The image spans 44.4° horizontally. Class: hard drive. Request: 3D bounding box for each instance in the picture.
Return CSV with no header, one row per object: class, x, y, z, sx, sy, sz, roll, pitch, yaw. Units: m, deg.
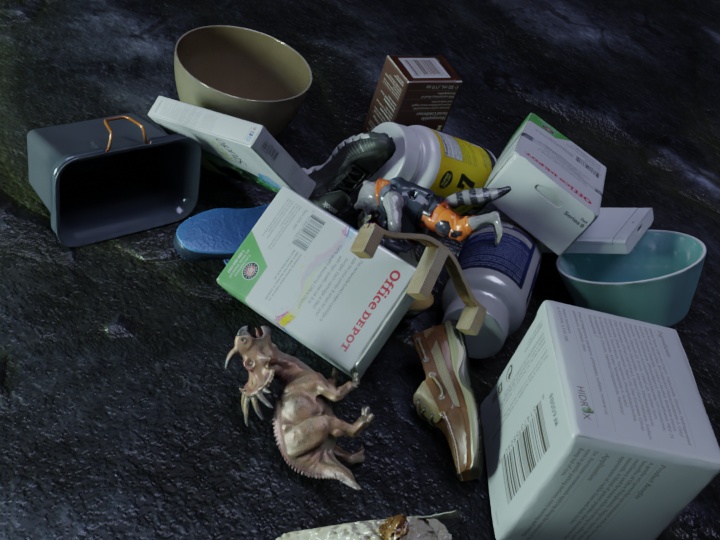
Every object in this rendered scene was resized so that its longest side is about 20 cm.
hard drive,0.316,-0.061,1.314,0.200,0.027,0.132,2,26,35

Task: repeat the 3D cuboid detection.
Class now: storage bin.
storage bin,-0.328,-0.139,1.136,0.200,0.146,0.134,-20,45,-38

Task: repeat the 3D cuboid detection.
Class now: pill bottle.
pill bottle,0.102,-0.147,1.295,0.200,0.114,0.114,10,37,-41
pill bottle,0.172,0.024,1.178,0.111,0.111,0.200,25,40,5

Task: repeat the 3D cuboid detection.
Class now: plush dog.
plush dog,0.023,0.312,0.789,0.200,0.160,0.172,0,71,-20

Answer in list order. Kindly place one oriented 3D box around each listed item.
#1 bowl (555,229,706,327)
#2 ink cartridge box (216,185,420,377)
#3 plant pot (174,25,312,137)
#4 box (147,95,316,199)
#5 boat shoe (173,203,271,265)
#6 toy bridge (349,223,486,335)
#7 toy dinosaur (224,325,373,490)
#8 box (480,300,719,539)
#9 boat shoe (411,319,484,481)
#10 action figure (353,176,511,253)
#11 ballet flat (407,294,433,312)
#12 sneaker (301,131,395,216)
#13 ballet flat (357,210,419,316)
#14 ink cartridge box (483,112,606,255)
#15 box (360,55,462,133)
bowl,0.380,0.025,1.238,0.200,0.105,0.201,-10,20,4
ink cartridge box,-0.046,0.016,1.064,0.200,0.088,0.145,32,80,15
plant pot,-0.185,-0.253,1.315,0.200,0.135,0.200,12,40,-11
box,-0.171,-0.161,1.177,0.200,0.144,0.036,22,76,35
boat shoe,-0.152,-0.037,1.146,0.200,0.069,0.084,-9,61,-38
toy bridge,0.078,0.001,1.006,0.200,0.027,0.067,35,71,-30
toy dinosaur,-0.067,0.160,0.954,0.135,0.086,0.200,-8,60,-20
box,0.252,0.178,0.972,0.171,0.199,0.200,13,40,-10
boat shoe,0.101,0.153,1.045,0.074,0.076,0.200,-11,52,6
action figure,0.089,-0.080,1.141,0.193,0.105,0.200,13,16,7
ballet flat,0.000,0.000,1.136,0.200,0.063,0.069,15,35,14
sneaker,-0.031,-0.118,1.215,0.066,0.200,0.091,33,45,-40
ballet flat,0.041,-0.028,1.217,0.075,0.064,0.200,-2,46,-24
ink cartridge box,0.264,-0.128,1.259,0.146,0.084,0.200,37,31,-1
box,0.066,-0.222,1.337,0.100,0.200,0.075,-8,50,-29
